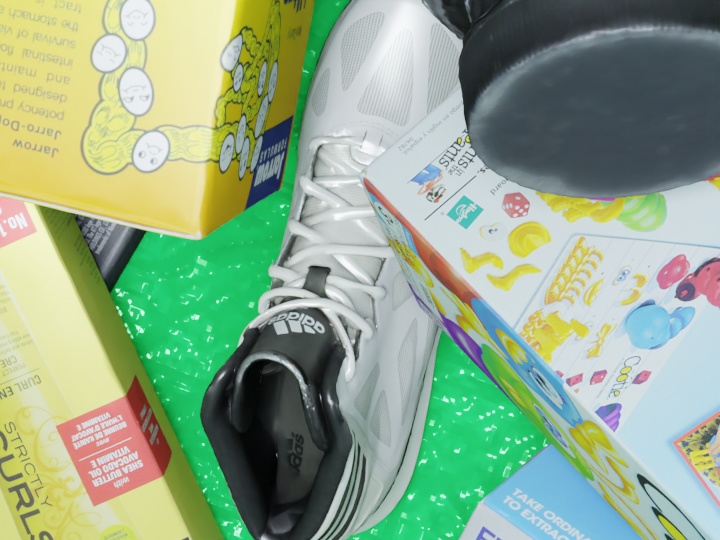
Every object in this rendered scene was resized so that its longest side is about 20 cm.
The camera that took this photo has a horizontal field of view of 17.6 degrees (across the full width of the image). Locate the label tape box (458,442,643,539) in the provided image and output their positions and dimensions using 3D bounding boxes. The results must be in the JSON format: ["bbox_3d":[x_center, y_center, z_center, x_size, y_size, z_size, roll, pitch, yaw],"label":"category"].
[{"bbox_3d":[0.088,0.136,0.736,0.143,0.066,0.201,34,109,24],"label":"label tape box"}]

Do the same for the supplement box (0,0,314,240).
[{"bbox_3d":[-0.068,-0.123,0.698,0.109,0.109,0.201,13,102,9],"label":"supplement box"}]

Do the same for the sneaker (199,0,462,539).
[{"bbox_3d":[0.000,0.000,0.771,0.075,0.115,0.202,11,96,8],"label":"sneaker"}]

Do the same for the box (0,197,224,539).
[{"bbox_3d":[-0.107,0.056,0.806,0.075,0.050,0.201,-21,102,5],"label":"box"}]

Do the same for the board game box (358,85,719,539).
[{"bbox_3d":[0.108,0.025,0.680,0.105,0.103,0.200,-40,63,-7],"label":"board game box"}]

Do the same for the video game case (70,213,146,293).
[{"bbox_3d":[-0.143,-0.079,0.835,0.180,0.025,0.201,32,100,5],"label":"video game case"}]

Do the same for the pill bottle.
[{"bbox_3d":[0.063,-0.127,0.641,0.111,0.112,0.201,-8,63,10],"label":"pill bottle"}]
